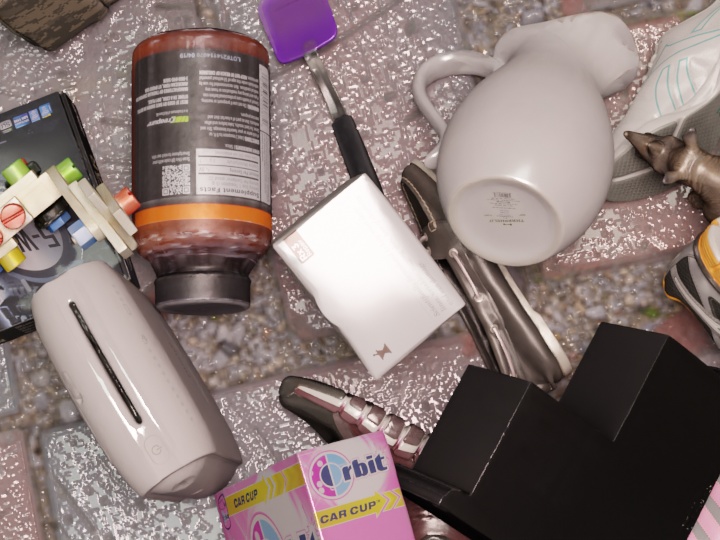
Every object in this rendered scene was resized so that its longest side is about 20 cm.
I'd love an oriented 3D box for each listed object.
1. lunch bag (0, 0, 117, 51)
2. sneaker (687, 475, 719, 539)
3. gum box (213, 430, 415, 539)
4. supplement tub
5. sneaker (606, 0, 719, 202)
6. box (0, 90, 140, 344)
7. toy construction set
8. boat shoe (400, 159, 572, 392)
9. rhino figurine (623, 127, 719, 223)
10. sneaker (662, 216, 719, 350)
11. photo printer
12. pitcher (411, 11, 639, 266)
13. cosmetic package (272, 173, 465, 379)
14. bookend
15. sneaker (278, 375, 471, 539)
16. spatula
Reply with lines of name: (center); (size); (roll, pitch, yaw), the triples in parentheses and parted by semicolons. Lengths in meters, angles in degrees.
lunch bag: (-0.222, -0.271, 1.113); (0.167, 0.200, 0.140); (-33, 83, 1)
sneaker: (0.238, 0.182, 1.075); (0.081, 0.070, 0.201); (16, 80, 3)
gum box: (-0.033, 0.188, 1.028); (0.066, 0.200, 0.114); (-12, 79, -25)
supplement tub: (-0.118, -0.070, 1.117); (0.106, 0.107, 0.202); (-1, 81, 3)
sneaker: (0.244, -0.133, 1.136); (0.200, 0.070, 0.080); (-43, 47, 6)
box: (-0.289, -0.026, 1.149); (0.199, 0.044, 0.161); (-21, 80, -1)
toy construction set: (-0.253, -0.022, 1.057); (0.199, 0.131, 0.093); (-24, 100, -7)
boat shoe: (0.080, 0.010, 1.114); (0.057, 0.067, 0.201); (-34, 84, -8)
rhino figurine: (0.273, -0.055, 1.079); (0.199, 0.087, 0.060); (28, 99, -13)
sneaker: (0.297, 0.046, 1.063); (0.200, 0.077, 0.078); (47, 52, -6)
photo printer: (-0.154, 0.080, 1.046); (0.069, 0.200, 0.167); (-31, 79, -3)
pitcher: (0.102, -0.099, 1.083); (0.170, 0.122, 0.201); (-1, 42, 23)
cosmetic package: (0.000, 0.000, 1.042); (0.081, 0.200, 0.113); (-38, 96, -3)
bookend: (0.145, 0.109, 1.028); (0.200, 0.092, 0.200); (35, 79, -27)
sneaker: (0.012, 0.163, 1.088); (0.199, 0.076, 0.116); (27, 86, 6)
spatula: (-0.022, -0.133, 1.164); (0.056, 0.021, 0.201); (-25, 82, 11)
